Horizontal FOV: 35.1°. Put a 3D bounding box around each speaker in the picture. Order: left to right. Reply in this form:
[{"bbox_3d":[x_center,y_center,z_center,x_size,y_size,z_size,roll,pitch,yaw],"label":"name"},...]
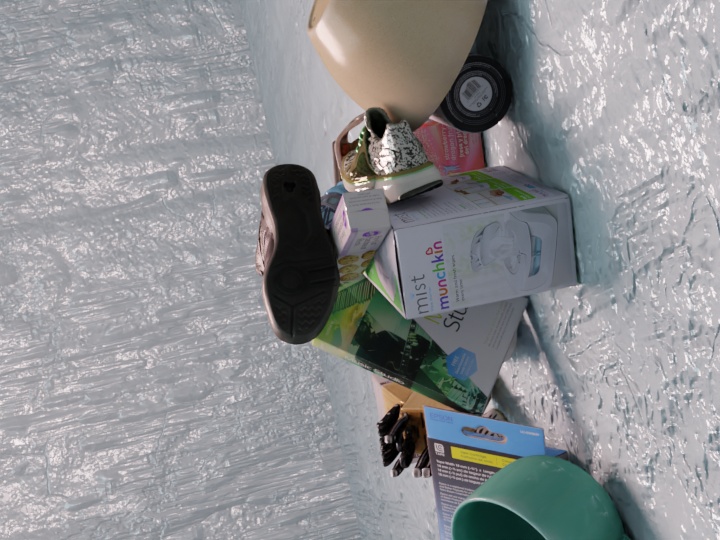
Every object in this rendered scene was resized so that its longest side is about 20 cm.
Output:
[{"bbox_3d":[0.095,-0.200,1.242,0.200,0.081,0.081,-132,31,-72],"label":"speaker"}]

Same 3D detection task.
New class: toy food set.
[{"bbox_3d":[0.020,-0.096,1.431,0.144,0.060,0.200,-75,-31,-78],"label":"toy food set"}]

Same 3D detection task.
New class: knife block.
[{"bbox_3d":[0.107,0.183,1.384,0.176,0.200,0.064,31,133,61],"label":"knife block"}]

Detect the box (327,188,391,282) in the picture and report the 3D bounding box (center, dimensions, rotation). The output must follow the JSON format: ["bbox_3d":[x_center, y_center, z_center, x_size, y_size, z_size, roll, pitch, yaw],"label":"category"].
[{"bbox_3d":[-0.008,-0.030,1.120,0.200,0.041,0.039,122,139,-73],"label":"box"}]

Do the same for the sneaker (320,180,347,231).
[{"bbox_3d":[0.000,0.000,1.325,0.200,0.095,0.079,57,156,1],"label":"sneaker"}]

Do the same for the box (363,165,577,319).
[{"bbox_3d":[0.097,-0.036,1.150,0.200,0.176,0.097,-135,34,-71],"label":"box"}]

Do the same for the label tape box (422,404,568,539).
[{"bbox_3d":[0.154,0.229,1.251,0.063,0.144,0.200,-41,-50,-49],"label":"label tape box"}]

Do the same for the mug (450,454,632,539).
[{"bbox_3d":[0.194,0.269,1.115,0.185,0.114,0.152,44,140,18],"label":"mug"}]

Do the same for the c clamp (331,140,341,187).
[{"bbox_3d":[-0.011,-0.075,1.468,0.200,0.027,0.171,-93,-7,-53],"label":"c clamp"}]

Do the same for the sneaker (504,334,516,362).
[{"bbox_3d":[0.147,0.076,1.356,0.200,0.076,0.081,-116,5,-71],"label":"sneaker"}]

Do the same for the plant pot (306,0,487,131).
[{"bbox_3d":[0.024,-0.256,1.157,0.200,0.134,0.200,-56,21,35],"label":"plant pot"}]

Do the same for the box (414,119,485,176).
[{"bbox_3d":[0.094,-0.082,1.347,0.103,0.095,0.200,-135,34,-71],"label":"box"}]

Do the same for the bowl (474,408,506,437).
[{"bbox_3d":[0.151,0.287,1.478,0.201,0.094,0.201,168,90,-81],"label":"bowl"}]

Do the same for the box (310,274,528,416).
[{"bbox_3d":[0.065,0.056,1.242,0.036,0.200,0.144,99,-165,-67],"label":"box"}]

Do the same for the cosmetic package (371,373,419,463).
[{"bbox_3d":[0.092,0.205,1.689,0.200,0.107,0.090,-147,45,-74],"label":"cosmetic package"}]

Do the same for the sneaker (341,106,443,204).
[{"bbox_3d":[0.026,-0.125,1.155,0.200,0.077,0.089,-154,49,-69],"label":"sneaker"}]

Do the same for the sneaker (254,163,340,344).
[{"bbox_3d":[-0.065,0.002,1.140,0.114,0.076,0.200,94,168,-54],"label":"sneaker"}]
